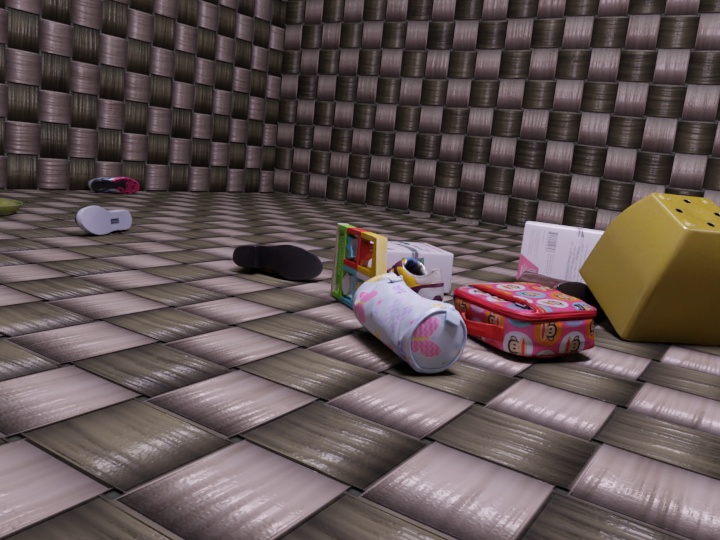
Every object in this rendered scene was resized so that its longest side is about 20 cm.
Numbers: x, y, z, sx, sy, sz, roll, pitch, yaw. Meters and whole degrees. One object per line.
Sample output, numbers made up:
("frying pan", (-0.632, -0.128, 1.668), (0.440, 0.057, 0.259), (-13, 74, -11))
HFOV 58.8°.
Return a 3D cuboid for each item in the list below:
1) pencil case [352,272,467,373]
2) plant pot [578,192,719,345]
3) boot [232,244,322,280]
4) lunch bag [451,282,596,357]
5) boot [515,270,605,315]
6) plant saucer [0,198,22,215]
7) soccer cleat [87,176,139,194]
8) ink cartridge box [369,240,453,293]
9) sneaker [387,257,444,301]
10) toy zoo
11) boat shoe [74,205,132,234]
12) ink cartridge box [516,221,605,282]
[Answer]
("pencil case", (0.061, 0.065, 0.846), (0.083, 0.091, 0.200), (45, -5, -24))
("plant pot", (0.523, -0.016, 1.077), (0.194, 0.201, 0.195), (3, 36, -11))
("boot", (-0.147, -0.018, 1.336), (0.187, 0.069, 0.200), (0, 1, 13))
("lunch bag", (0.228, 0.071, 0.954), (0.175, 0.082, 0.200), (-3, 11, -23))
("boot", (0.367, 0.036, 1.256), (0.186, 0.065, 0.200), (15, 6, -37))
("plant saucer", (-1.007, -0.169, 1.692), (0.199, 0.031, 0.200), (7, 10, -1))
("soccer cleat", (-1.002, -0.349, 2.588), (0.199, 0.070, 0.086), (-3, 14, -40))
("ink cartridge box", (0.067, -0.011, 1.283), (0.199, 0.085, 0.146), (2, 11, -19))
("sneaker", (0.068, 0.017, 1.111), (0.075, 0.091, 0.199), (-4, 14, -44))
("toy zoo", (0.000, 0.000, 1.050), (0.020, 0.132, 0.200), (1, 10, -24))
("boat shoe", (-0.637, -0.121, 1.563), (0.056, 0.069, 0.200), (0, 3, 13))
("ink cartridge box", (0.452, -0.022, 1.392), (0.199, 0.147, 0.083), (10, 9, 20))
